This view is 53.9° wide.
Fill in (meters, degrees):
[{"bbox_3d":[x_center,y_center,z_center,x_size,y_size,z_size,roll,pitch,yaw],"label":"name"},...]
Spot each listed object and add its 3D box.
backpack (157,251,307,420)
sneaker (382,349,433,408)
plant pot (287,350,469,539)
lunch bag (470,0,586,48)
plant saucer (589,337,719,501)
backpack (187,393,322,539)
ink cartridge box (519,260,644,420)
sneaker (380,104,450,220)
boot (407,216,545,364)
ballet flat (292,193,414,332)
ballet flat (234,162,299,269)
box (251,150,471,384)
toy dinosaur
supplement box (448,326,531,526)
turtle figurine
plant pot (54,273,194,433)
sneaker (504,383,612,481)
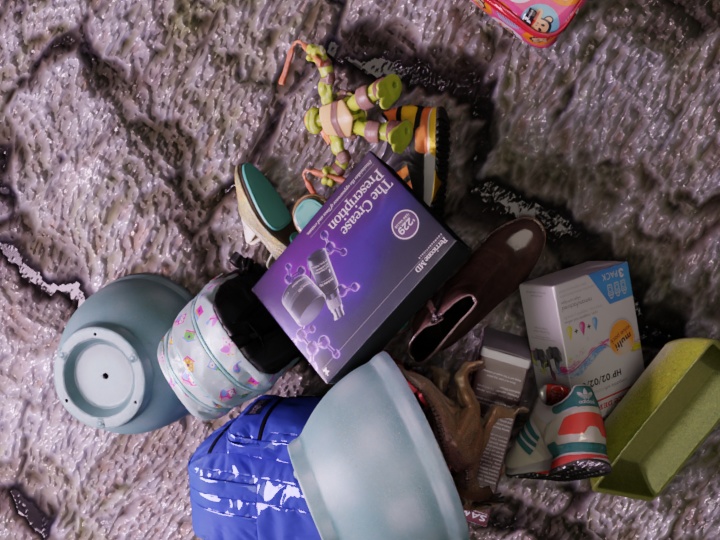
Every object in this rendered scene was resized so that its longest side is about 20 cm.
[{"bbox_3d":[-0.144,0.085,0.829,0.126,0.200,0.167,-43,92,11],"label":"backpack"},{"bbox_3d":[0.000,0.123,0.857,0.199,0.071,0.099,41,78,-11],"label":"sneaker"},{"bbox_3d":[0.006,0.203,0.712,0.131,0.200,0.205,-23,95,-8],"label":"plant pot"},{"bbox_3d":[0.198,-0.373,0.780,0.175,0.082,0.202,36,100,6],"label":"lunch bag"},{"bbox_3d":[0.344,0.164,0.803,0.202,0.198,0.048,-55,47,11],"label":"plant saucer"},{"bbox_3d":[-0.109,0.242,0.870,0.195,0.162,0.173,-2,100,17],"label":"backpack"},{"bbox_3d":[0.262,0.102,0.817,0.113,0.068,0.206,-15,97,-23],"label":"ink cartridge box"},{"bbox_3d":[0.054,-0.095,0.850,0.088,0.070,0.206,9,99,22],"label":"sneaker"},{"bbox_3d":[0.136,0.023,0.796,0.072,0.166,0.200,46,102,3],"label":"boot"},{"bbox_3d":[-0.005,-0.013,0.860,0.200,0.072,0.068,45,101,-1],"label":"ballet flat"},{"bbox_3d":[-0.104,-0.037,0.878,0.070,0.071,0.201,-39,91,11],"label":"ballet flat"},{"bbox_3d":[0.000,0.000,0.764,0.141,0.079,0.201,45,101,18],"label":"box"},{"bbox_3d":[0.101,0.177,0.728,0.084,0.200,0.138,-1,56,38],"label":"toy dinosaur"},{"bbox_3d":[0.149,0.182,0.847,0.059,0.109,0.206,13,99,9],"label":"supplement box"},{"bbox_3d":[-0.013,-0.169,0.827,0.159,0.064,0.206,8,112,42],"label":"turtle figurine"},{"bbox_3d":[-0.293,0.116,0.884,0.194,0.134,0.206,1,98,8],"label":"plant pot"},{"bbox_3d":[0.211,0.177,0.774,0.068,0.200,0.096,6,71,-6],"label":"sneaker"}]
